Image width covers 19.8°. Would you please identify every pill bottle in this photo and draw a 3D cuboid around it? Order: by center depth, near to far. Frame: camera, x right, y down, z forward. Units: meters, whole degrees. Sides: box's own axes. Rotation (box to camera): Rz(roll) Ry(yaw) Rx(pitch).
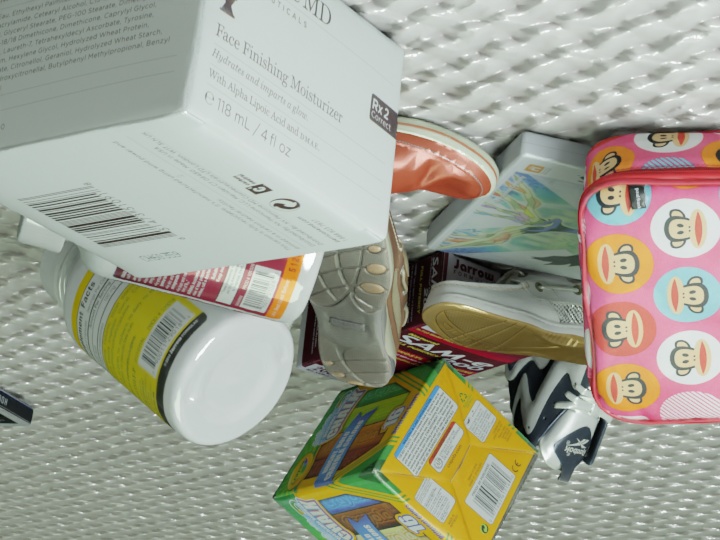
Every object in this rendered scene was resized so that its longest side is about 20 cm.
[{"bbox_3d":[-0.126,-0.039,1.406,0.199,0.110,0.110,15,159,-11],"label":"pill bottle"},{"bbox_3d":[-0.149,0.033,1.519,0.200,0.112,0.111,37,-178,38],"label":"pill bottle"}]

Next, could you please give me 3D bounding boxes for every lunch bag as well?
[{"bbox_3d":[0.233,0.006,1.354,0.175,0.082,0.201,-1,123,10],"label":"lunch bag"}]

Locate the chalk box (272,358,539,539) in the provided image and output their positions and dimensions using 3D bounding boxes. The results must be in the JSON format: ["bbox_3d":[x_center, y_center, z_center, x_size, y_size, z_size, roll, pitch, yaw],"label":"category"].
[{"bbox_3d":[0.024,0.172,1.702,0.124,0.125,0.200,44,146,-18],"label":"chalk box"}]

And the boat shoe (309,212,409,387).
[{"bbox_3d":[0.000,0.000,1.534,0.075,0.072,0.201,16,140,13],"label":"boat shoe"}]

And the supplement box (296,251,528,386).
[{"bbox_3d":[0.047,0.047,1.677,0.108,0.061,0.200,19,156,-30],"label":"supplement box"}]

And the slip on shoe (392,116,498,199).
[{"bbox_3d":[-0.005,-0.069,1.368,0.199,0.062,0.074,10,158,-15],"label":"slip on shoe"}]

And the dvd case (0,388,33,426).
[{"bbox_3d":[-0.442,0.119,2.075,0.150,0.025,0.200,-2,158,22],"label":"dvd case"}]

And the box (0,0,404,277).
[{"bbox_3d":[-0.110,-0.097,1.215,0.199,0.131,0.199,-8,156,33],"label":"box"}]

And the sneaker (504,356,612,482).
[{"bbox_3d":[0.192,0.107,1.695,0.079,0.130,0.199,22,155,-39],"label":"sneaker"}]

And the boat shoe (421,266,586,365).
[{"bbox_3d":[0.130,0.025,1.575,0.199,0.070,0.071,13,159,-35],"label":"boat shoe"}]

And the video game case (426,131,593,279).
[{"bbox_3d":[0.163,-0.037,1.465,0.181,0.022,0.200,11,160,-14],"label":"video game case"}]

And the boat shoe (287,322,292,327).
[{"bbox_3d":[-0.074,0.004,1.577,0.069,0.071,0.200,-30,158,-27],"label":"boat shoe"}]
